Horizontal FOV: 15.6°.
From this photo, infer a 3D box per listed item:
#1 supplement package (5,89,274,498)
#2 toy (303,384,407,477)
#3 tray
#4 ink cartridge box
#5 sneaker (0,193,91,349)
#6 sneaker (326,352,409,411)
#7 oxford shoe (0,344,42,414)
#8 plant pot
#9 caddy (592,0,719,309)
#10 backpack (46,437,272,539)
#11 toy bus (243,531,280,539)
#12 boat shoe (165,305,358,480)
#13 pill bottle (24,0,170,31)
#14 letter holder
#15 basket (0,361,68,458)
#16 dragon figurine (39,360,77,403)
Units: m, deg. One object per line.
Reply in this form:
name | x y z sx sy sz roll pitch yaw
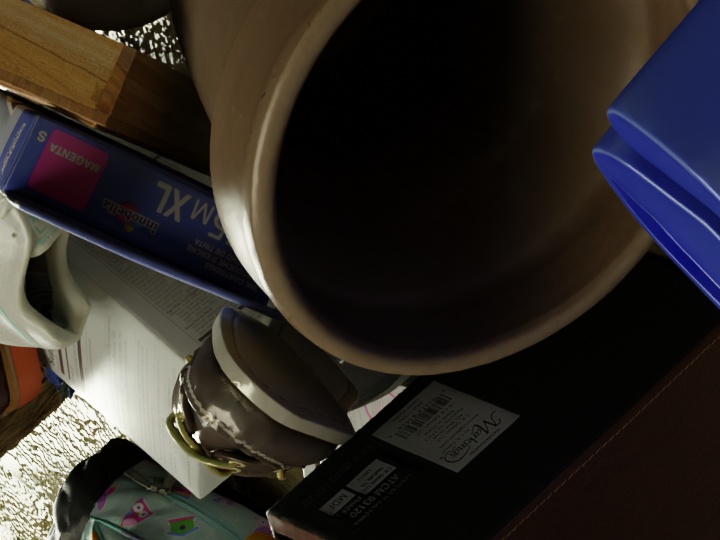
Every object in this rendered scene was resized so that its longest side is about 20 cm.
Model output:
supplement package | -0.110 -0.005 1.326 0.200 0.114 0.110 39 149 24
toy | 0.062 0.099 1.258 0.199 0.047 0.116 14 127 34
tray | -0.109 -0.078 1.108 0.098 0.037 0.200 24 -178 16
ink cartridge box | -0.100 -0.032 1.084 0.119 0.042 0.200 25 -177 -19
sneaker | -0.171 -0.048 1.205 0.080 0.070 0.201 16 136 39
sneaker | 0.000 0.000 1.169 0.073 0.082 0.200 45 136 16
oxford shoe | -0.217 0.001 1.294 0.071 0.072 0.201 22 138 45
plant pot | 0.012 -0.088 1.017 0.175 0.200 0.201 47 157 48
caddy | 0.174 -0.026 0.918 0.200 0.105 0.141 47 173 7
backpack | -0.087 0.204 1.520 0.199 0.126 0.167 27 140 31
toy bus | -0.078 0.191 1.001 0.078 0.200 0.065 24 142 39
boat shoe | -0.044 0.055 1.067 0.072 0.059 0.200 48 -176 0
pill bottle | -0.166 -0.174 1.213 0.200 0.111 0.111 13 134 47
letter holder | 0.080 0.107 1.097 0.100 0.200 0.143 19 139 43
basket | -0.257 0.048 1.505 0.149 0.200 0.143 45 152 5
dragon figurine | -0.085 0.064 1.382 0.200 0.099 0.059 38 149 22
